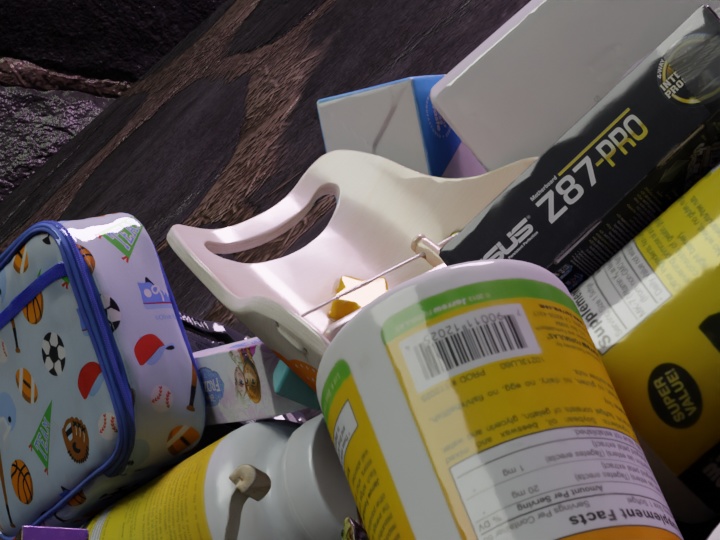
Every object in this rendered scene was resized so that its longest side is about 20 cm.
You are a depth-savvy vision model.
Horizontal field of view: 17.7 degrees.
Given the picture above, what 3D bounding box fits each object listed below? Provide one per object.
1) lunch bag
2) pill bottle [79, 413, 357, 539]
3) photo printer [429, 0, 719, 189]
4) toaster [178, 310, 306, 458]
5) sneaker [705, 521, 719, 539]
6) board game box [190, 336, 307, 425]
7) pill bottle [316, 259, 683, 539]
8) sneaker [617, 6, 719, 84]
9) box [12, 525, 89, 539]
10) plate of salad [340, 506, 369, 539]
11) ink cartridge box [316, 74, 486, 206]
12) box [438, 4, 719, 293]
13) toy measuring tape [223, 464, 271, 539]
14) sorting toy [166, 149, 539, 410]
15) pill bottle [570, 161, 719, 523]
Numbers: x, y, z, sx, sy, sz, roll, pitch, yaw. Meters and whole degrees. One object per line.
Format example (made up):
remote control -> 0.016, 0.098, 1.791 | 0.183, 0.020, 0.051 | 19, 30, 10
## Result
lunch bag -> -0.173, 0.060, 1.309 | 0.075, 0.161, 0.200 | -13, -14, -39
pill bottle -> -0.062, 0.147, 1.232 | 0.199, 0.112, 0.112 | -32, 19, 39
photo printer -> 0.160, -0.094, 1.210 | 0.200, 0.167, 0.069 | -39, -7, 14
toaster -> -0.138, 0.095, 1.454 | 0.129, 0.200, 0.114 | -47, 54, 13
sneaker -> 0.190, 0.089, 0.800 | 0.121, 0.084, 0.200 | -40, 11, 52
board game box -> -0.009, 0.046, 1.313 | 0.198, 0.042, 0.200 | -14, 0, -29
pill bottle -> 0.063, 0.106, 0.871 | 0.111, 0.111, 0.201 | -37, 55, 23
sneaker -> 0.223, -0.105, 1.124 | 0.199, 0.081, 0.070 | -20, 0, 4
box -> -0.187, 0.230, 1.251 | 0.200, 0.039, 0.138 | 132, 140, -61
plate of salad -> 0.008, 0.138, 1.053 | 0.200, 0.048, 0.201 | 21, -90, -86
ink cartridge box -> 0.063, -0.053, 1.335 | 0.067, 0.117, 0.200 | -12, 0, 32
box -> 0.139, -0.022, 1.067 | 0.161, 0.049, 0.200 | -41, -26, 9
toy measuring tape -> -0.047, 0.194, 1.075 | 0.073, 0.073, 0.202 | -12, 64, 63
sorting toy -> 0.000, 0.000, 1.171 | 0.199, 0.108, 0.180 | -27, 46, -34
pill bottle -> 0.148, 0.034, 0.984 | 0.200, 0.114, 0.114 | -42, 15, 9
